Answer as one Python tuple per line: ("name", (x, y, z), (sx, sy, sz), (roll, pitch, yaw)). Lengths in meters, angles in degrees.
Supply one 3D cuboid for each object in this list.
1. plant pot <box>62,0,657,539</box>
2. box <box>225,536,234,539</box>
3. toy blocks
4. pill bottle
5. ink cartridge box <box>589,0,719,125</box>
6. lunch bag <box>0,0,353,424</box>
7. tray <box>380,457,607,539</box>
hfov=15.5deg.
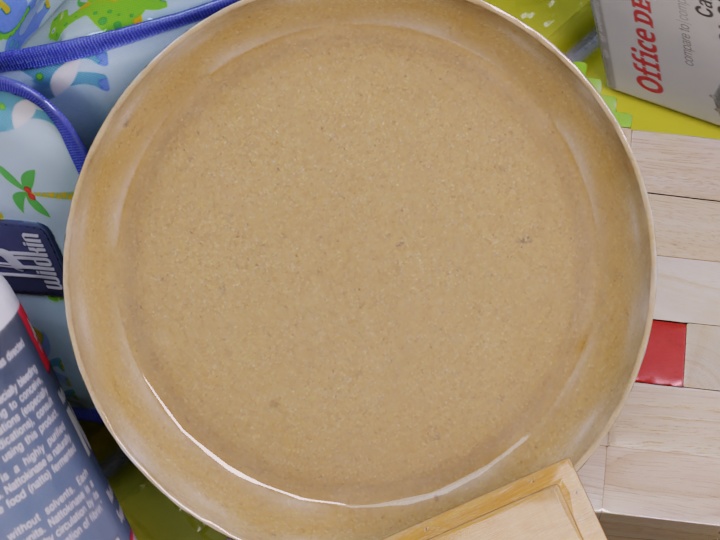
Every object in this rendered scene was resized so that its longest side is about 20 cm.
("plant pot", (0.000, 0.000, 0.898), (0.200, 0.027, 0.200), (0, 97, -2))
("box", (0.042, 0.169, 0.916), (0.200, 0.096, 0.100), (10, 69, 15))
("toy blocks", (0.134, 0.030, 0.974), (0.136, 0.100, 0.200), (6, 67, 1))
("pill bottle", (-0.161, 0.062, 0.937), (0.119, 0.120, 0.200), (-25, 105, -1))
("ink cartridge box", (0.188, -0.102, 0.984), (0.200, 0.146, 0.085), (23, 72, 20))
("lunch bag", (-0.082, -0.040, 0.980), (0.200, 0.170, 0.128), (-16, 34, 5))
("tray", (-0.003, 0.147, 0.861), (0.200, 0.037, 0.099), (-24, 65, 2))
